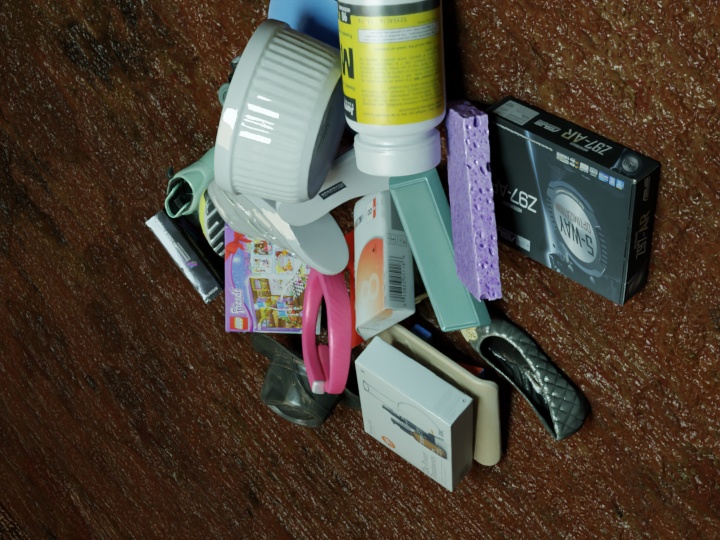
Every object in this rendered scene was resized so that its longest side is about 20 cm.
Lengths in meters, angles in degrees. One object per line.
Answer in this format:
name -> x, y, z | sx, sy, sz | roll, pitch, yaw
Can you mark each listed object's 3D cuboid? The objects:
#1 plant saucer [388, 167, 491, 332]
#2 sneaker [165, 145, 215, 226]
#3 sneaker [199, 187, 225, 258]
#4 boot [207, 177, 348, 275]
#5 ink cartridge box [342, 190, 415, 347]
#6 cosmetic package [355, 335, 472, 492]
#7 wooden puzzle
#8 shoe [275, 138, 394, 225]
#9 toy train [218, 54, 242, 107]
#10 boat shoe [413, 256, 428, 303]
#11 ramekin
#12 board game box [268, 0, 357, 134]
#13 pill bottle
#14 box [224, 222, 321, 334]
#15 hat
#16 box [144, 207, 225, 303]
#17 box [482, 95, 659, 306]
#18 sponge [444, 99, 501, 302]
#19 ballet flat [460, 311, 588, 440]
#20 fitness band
plant saucer -> 0.090, -0.020, 1.608 | 0.069, 0.019, 0.202 | -11, 106, 38
sneaker -> -0.243, -0.105, 1.945 | 0.074, 0.118, 0.201 | 49, 147, 7
sneaker -> -0.187, -0.061, 1.914 | 0.090, 0.078, 0.201 | 43, 167, 33
boot -> -0.106, -0.062, 1.747 | 0.200, 0.074, 0.095 | 47, 144, -7
ink cartridge box -> 0.000, 0.000, 1.716 | 0.200, 0.050, 0.164 | -31, 56, 55
cosmetic package -> 0.070, 0.186, 1.753 | 0.150, 0.052, 0.201 | 34, 156, 24
wooden puzzle -> 0.101, 0.146, 1.770 | 0.199, 0.046, 0.186 | 29, 150, 28
shoe -> -0.016, -0.133, 1.654 | 0.198, 0.092, 0.072 | -25, 132, 20
toy train -> -0.106, -0.180, 1.749 | 0.113, 0.085, 0.202 | 5, 120, 36
boat shoe -> 0.078, 0.000, 1.675 | 0.074, 0.063, 0.200 | 56, 147, -1
ramekin -> -0.080, -0.170, 1.542 | 0.104, 0.201, 0.201 | 19, 138, 7
board game box -> -0.027, -0.258, 1.611 | 0.199, 0.039, 0.159 | 39, 142, 24
pill bottle -> 0.036, -0.211, 1.475 | 0.114, 0.114, 0.202 | 17, 120, 43
box -> -0.118, 0.004, 1.877 | 0.135, 0.039, 0.201 | 2, 134, -4
hat -> -0.090, 0.175, 1.967 | 0.199, 0.081, 0.201 | 30, 168, 7
box -> -0.245, -0.028, 1.983 | 0.144, 0.036, 0.200 | 53, -177, -6
box -> 0.216, -0.076, 1.453 | 0.199, 0.043, 0.162 | 31, 139, 34
sponge -> 0.121, -0.078, 1.496 | 0.112, 0.029, 0.203 | -122, 25, -73
ballet flat -> 0.190, 0.119, 1.640 | 0.200, 0.057, 0.067 | 43, 144, 19
fitness band -> -0.045, 0.073, 1.780 | 0.200, 0.037, 0.145 | -112, 26, -62
